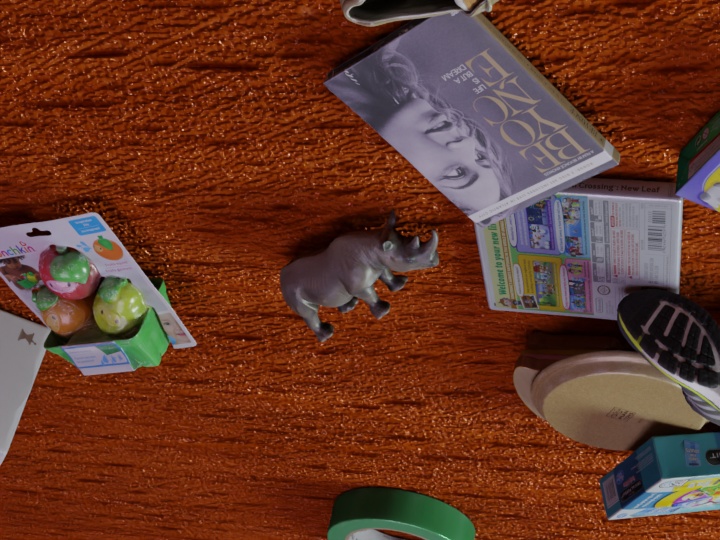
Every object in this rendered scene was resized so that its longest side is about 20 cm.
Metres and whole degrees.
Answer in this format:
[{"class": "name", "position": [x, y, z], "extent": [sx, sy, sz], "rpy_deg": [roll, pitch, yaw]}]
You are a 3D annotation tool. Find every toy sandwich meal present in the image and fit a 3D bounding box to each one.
[{"class": "toy sandwich meal", "position": [0.258, 0.115, 1.365], "extent": [0.203, 0.071, 0.206], "rpy_deg": [7, 147, 5]}]

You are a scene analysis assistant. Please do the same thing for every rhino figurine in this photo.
[{"class": "rhino figurine", "position": [0.000, 0.000, 1.287], "extent": [0.087, 0.060, 0.199], "rpy_deg": [43, 136, -22]}]

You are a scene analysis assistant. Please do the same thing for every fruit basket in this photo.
[{"class": "fruit basket", "position": [-0.292, 0.025, 1.412], "extent": [0.184, 0.094, 0.200], "rpy_deg": [-7, 140, 30]}]

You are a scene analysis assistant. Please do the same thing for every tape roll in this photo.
[{"class": "tape roll", "position": [0.055, 0.360, 1.842], "extent": [0.199, 0.048, 0.201], "rpy_deg": [10, 149, 6]}]

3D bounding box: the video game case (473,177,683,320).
[{"class": "video game case", "position": [0.196, -0.018, 1.220], "extent": [0.180, 0.022, 0.201], "rpy_deg": [5, 148, 15]}]

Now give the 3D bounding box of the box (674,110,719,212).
[{"class": "box", "position": [0.360, -0.068, 1.053], "extent": [0.198, 0.049, 0.117], "rpy_deg": [18, 149, -10]}]

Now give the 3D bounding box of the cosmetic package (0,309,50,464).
[{"class": "cosmetic package", "position": [-0.484, 0.147, 1.604], "extent": [0.165, 0.168, 0.200], "rpy_deg": [23, 146, -14]}]

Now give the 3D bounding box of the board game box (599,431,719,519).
[{"class": "board game box", "position": [0.370, 0.211, 1.411], "extent": [0.198, 0.047, 0.151], "rpy_deg": [-2, 156, -13]}]

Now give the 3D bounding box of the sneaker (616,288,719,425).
[{"class": "sneaker", "position": [0.309, 0.095, 1.235], "extent": [0.200, 0.074, 0.081], "rpy_deg": [40, 159, 0]}]

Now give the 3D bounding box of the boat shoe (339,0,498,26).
[{"class": "boat shoe", "position": [0.077, -0.207, 0.923], "extent": [0.199, 0.069, 0.075], "rpy_deg": [-7, 143, 30]}]

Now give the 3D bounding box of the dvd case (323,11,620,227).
[{"class": "dvd case", "position": [0.089, -0.120, 1.083], "extent": [0.148, 0.016, 0.200], "rpy_deg": [-25, 127, 40]}]
